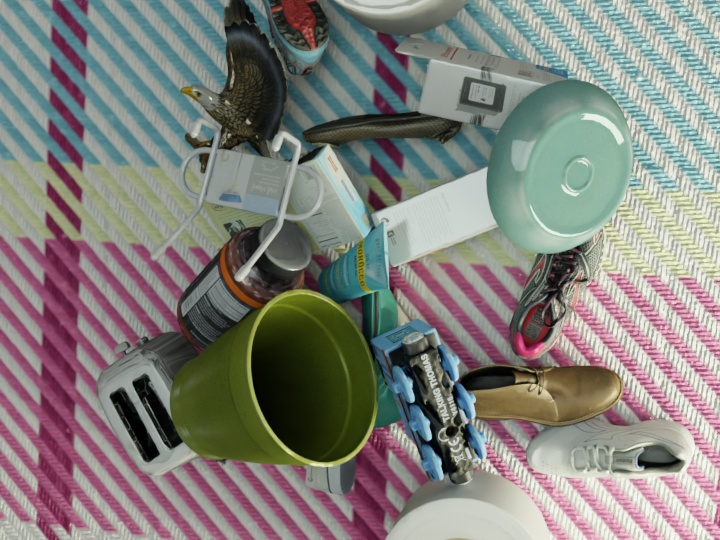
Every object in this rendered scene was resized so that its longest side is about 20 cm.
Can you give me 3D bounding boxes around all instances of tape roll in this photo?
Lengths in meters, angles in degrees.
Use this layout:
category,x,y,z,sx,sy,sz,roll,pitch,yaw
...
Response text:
category,x,y,z,sx,sy,sz,roll,pitch,yaw
tape roll,0.128,0.354,1.251,0.202,0.139,0.203,1,93,12
tape roll,0.041,-0.389,1.221,0.202,0.139,0.203,1,93,11

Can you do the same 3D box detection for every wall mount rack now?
category,x,y,z,sx,sy,sz,roll,pitch,yaw
wall mount rack,-0.149,-0.079,1.180,0.200,0.075,0.174,13,87,26

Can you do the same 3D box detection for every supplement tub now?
category,x,y,z,sx,sy,sz,roll,pitch,yaw
supplement tub,-0.138,0.017,1.264,0.107,0.107,0.200,52,133,5

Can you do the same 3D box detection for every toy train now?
category,x,y,z,sx,sy,sz,roll,pitch,yaw
toy train,0.084,0.157,1.233,0.087,0.114,0.200,-24,107,-10

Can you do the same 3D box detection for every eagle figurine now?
category,x,y,z,sx,sy,sz,roll,pitch,yaw
eagle figurine,-0.148,-0.215,1.271,0.152,0.151,0.200,36,107,19

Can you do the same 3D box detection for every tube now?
category,x,y,z,sx,sy,sz,roll,pitch,yaw
tube,0.000,0.000,1.225,0.050,0.200,0.078,-5,81,-19

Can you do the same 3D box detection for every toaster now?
category,x,y,z,sx,sy,sz,roll,pitch,yaw
toaster,-0.249,0.178,1.325,0.114,0.129,0.200,-29,87,13

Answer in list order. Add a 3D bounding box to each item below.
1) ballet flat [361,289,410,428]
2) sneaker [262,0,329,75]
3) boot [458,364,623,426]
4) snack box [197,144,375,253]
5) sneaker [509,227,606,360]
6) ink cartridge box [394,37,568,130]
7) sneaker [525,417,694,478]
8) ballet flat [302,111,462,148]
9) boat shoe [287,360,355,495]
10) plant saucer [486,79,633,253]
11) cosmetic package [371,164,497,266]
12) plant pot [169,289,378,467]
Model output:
category,x,y,z,sx,sy,sz,roll,pitch,yaw
ballet flat,0.035,0.098,1.303,0.070,0.067,0.200,1,94,-13
sneaker,-0.097,-0.328,1.291,0.079,0.096,0.200,-9,65,-13
boot,0.215,0.143,1.247,0.200,0.075,0.074,-5,62,10
snack box,-0.093,-0.072,1.265,0.200,0.037,0.116,-14,118,36
sneaker,0.238,0.017,1.243,0.081,0.075,0.200,21,96,10
ink cartridge box,0.138,-0.215,1.218,0.200,0.116,0.067,14,112,6
sneaker,0.296,0.214,1.236,0.200,0.087,0.075,-7,93,13
ballet flat,0.027,-0.171,1.287,0.200,0.067,0.046,-7,109,8
boat shoe,-0.054,0.182,1.320,0.086,0.075,0.202,2,100,21
plant saucer,0.234,-0.110,1.158,0.200,0.036,0.200,-9,111,-24
cosmetic package,0.124,-0.074,1.249,0.200,0.101,0.071,-22,89,13
plant pot,-0.118,0.142,1.215,0.193,0.200,0.201,-20,89,40
